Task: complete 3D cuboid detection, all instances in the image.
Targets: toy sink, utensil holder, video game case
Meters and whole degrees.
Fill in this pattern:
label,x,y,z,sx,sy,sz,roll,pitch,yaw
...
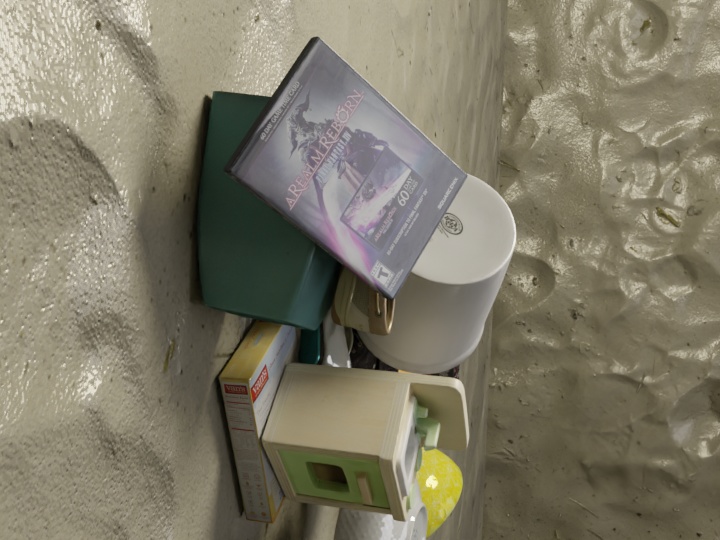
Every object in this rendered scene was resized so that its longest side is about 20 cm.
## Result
label,x,y,z,sx,sy,sz,roll,pitch,yaw
toy sink,0.010,0.191,0.966,0.131,0.199,0.112,78,21,-47
utensil holder,0.084,0.002,1.040,0.200,0.169,0.171,103,2,-56
video game case,-0.006,-0.087,0.787,0.200,0.019,0.143,38,76,-28

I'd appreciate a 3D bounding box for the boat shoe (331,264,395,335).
label,x,y,z,sx,sy,sz,roll,pitch,yaw
boat shoe,0.026,-0.037,0.864,0.072,0.065,0.201,4,100,-73

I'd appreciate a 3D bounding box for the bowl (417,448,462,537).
label,x,y,z,sx,sy,sz,roll,pitch,yaw
bowl,0.053,0.343,1.418,0.108,0.200,0.200,54,31,-18

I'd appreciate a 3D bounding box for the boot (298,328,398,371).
label,x,y,z,sx,sy,sz,roll,pitch,yaw
boot,-0.006,0.088,1.140,0.200,0.069,0.175,31,63,-35

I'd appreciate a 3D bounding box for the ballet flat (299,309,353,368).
label,x,y,z,sx,sy,sz,roll,pitch,yaw
ballet flat,-0.041,0.047,1.072,0.070,0.069,0.201,72,12,-55

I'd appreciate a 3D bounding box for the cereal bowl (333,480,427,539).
label,x,y,z,sx,sy,sz,roll,pitch,yaw
cereal bowl,0.034,0.335,1.119,0.200,0.083,0.201,6,90,-73

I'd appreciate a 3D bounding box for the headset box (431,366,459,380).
label,x,y,z,sx,sy,sz,roll,pitch,yaw
headset box,0.093,0.167,1.509,0.075,0.148,0.201,-45,136,-70

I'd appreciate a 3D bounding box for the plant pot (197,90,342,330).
label,x,y,z,sx,sy,sz,roll,pitch,yaw
plant pot,-0.076,-0.050,0.863,0.141,0.141,0.201,35,66,-72

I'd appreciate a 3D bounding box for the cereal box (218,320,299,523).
label,x,y,z,sx,sy,sz,roll,pitch,yaw
cereal box,-0.103,0.160,0.995,0.144,0.039,0.201,-63,152,-57
